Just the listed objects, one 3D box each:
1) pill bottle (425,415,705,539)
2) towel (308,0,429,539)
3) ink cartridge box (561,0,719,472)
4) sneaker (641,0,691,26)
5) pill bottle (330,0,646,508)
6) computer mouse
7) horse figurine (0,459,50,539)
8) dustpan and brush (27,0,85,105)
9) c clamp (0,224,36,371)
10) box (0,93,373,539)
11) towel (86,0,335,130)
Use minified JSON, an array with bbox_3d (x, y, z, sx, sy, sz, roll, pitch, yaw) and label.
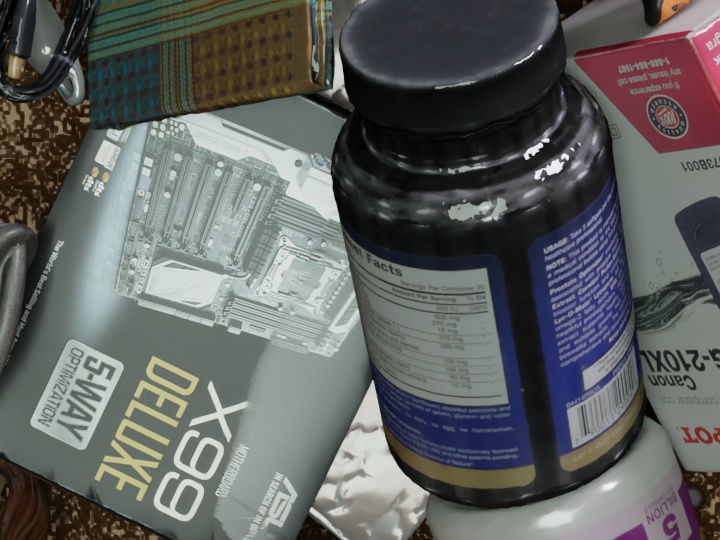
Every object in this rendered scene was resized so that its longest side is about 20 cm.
[{"bbox_3d":[0.110,0.171,1.190,0.112,0.112,0.201,-19,104,5],"label":"pill bottle"},{"bbox_3d":[0.000,0.000,1.223,0.191,0.032,0.200,40,97,-2],"label":"towel"},{"bbox_3d":[0.160,-0.019,1.120,0.084,0.145,0.200,-35,105,-27],"label":"ink cartridge box"},{"bbox_3d":[0.062,-0.174,1.059,0.200,0.070,0.090,34,75,5],"label":"sneaker"},{"bbox_3d":[0.049,-0.013,1.090,0.111,0.112,0.200,-8,126,4],"label":"pill bottle"},{"bbox_3d":[-0.130,-0.169,1.121,0.058,0.034,0.201,1,90,-14],"label":"computer mouse"},{"bbox_3d":[-0.219,0.092,1.227,0.199,0.050,0.133,16,73,10],"label":"horse figurine"},{"bbox_3d":[-0.174,-0.159,1.178,0.139,0.057,0.201,-33,74,42],"label":"dustpan and brush"},{"bbox_3d":[-0.208,-0.020,1.180,0.200,0.027,0.171,42,99,30],"label":"c clamp"},{"bbox_3d":[-0.064,0.013,1.188,0.157,0.050,0.200,26,98,0],"label":"box"},{"bbox_3d":[-0.062,-0.163,1.108,0.146,0.022,0.201,-6,84,47],"label":"towel"}]
